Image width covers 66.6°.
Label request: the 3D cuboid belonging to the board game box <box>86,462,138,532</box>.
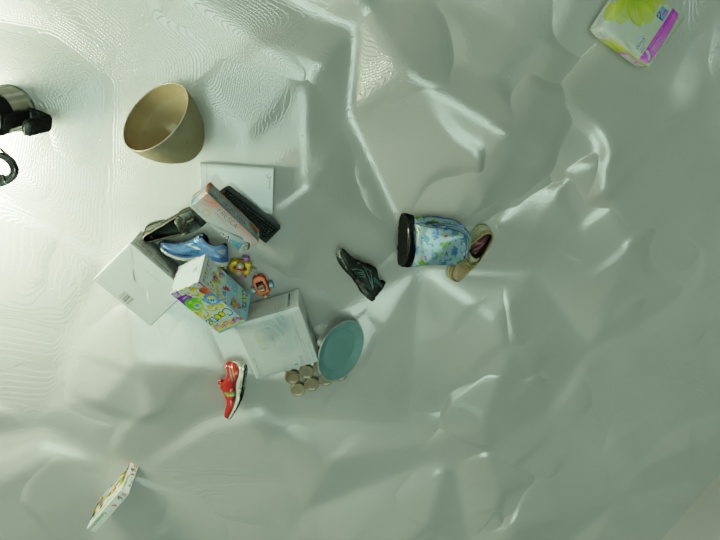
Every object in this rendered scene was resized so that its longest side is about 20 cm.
[{"bbox_3d":[-0.818,0.750,1.813,0.035,0.126,0.200,37,103,-20],"label":"board game box"}]

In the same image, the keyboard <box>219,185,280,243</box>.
[{"bbox_3d":[-0.336,-0.141,1.542,0.127,0.021,0.200,-39,121,22],"label":"keyboard"}]

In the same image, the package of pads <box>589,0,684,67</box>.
[{"bbox_3d":[0.729,-0.652,1.454,0.199,0.068,0.155,28,105,-16],"label":"package of pads"}]

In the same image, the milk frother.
[{"bbox_3d":[-0.874,-0.328,1.326,0.180,0.188,0.200,32,106,-17],"label":"milk frother"}]

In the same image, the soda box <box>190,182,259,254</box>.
[{"bbox_3d":[-0.365,-0.141,1.487,0.068,0.064,0.200,-32,123,17],"label":"soda box"}]

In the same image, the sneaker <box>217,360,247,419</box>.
[{"bbox_3d":[-0.415,0.376,1.746,0.084,0.077,0.201,14,104,0],"label":"sneaker"}]

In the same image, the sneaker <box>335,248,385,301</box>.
[{"bbox_3d":[0.000,0.000,1.642,0.079,0.075,0.200,-41,118,-4],"label":"sneaker"}]

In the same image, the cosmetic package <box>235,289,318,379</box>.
[{"bbox_3d":[-0.250,0.192,1.655,0.199,0.123,0.201,-16,113,2],"label":"cosmetic package"}]

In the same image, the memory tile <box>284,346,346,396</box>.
[{"bbox_3d":[-0.152,0.319,1.776,0.199,0.017,0.154,-20,113,2],"label":"memory tile"}]

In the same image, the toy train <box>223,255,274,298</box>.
[{"bbox_3d":[-0.363,0.041,1.614,0.199,0.056,0.151,-14,113,-1],"label":"toy train"}]

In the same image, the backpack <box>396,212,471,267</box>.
[{"bbox_3d":[0.221,-0.083,1.599,0.199,0.154,0.164,-1,107,-20],"label":"backpack"}]

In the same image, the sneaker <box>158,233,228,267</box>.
[{"bbox_3d":[-0.470,-0.064,1.556,0.198,0.079,0.090,9,89,-4],"label":"sneaker"}]

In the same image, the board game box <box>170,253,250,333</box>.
[{"bbox_3d":[-0.414,0.068,1.530,0.102,0.105,0.200,-23,132,20],"label":"board game box"}]

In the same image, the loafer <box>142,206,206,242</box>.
[{"bbox_3d":[-0.509,-0.119,1.514,0.199,0.063,0.072,-19,118,9],"label":"loafer"}]

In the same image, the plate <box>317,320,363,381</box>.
[{"bbox_3d":[-0.066,0.247,1.704,0.199,0.025,0.202,-21,120,-42],"label":"plate"}]

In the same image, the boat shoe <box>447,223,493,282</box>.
[{"bbox_3d":[0.331,-0.046,1.656,0.074,0.066,0.201,24,108,-15],"label":"boat shoe"}]

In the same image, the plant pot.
[{"bbox_3d":[-0.473,-0.350,1.385,0.200,0.201,0.134,-35,147,8],"label":"plant pot"}]

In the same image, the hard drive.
[{"bbox_3d":[-0.341,-0.227,1.521,0.198,0.027,0.133,2,112,-8],"label":"hard drive"}]

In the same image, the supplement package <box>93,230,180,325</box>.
[{"bbox_3d":[-0.607,0.022,1.546,0.156,0.111,0.200,-41,111,10],"label":"supplement package"}]
